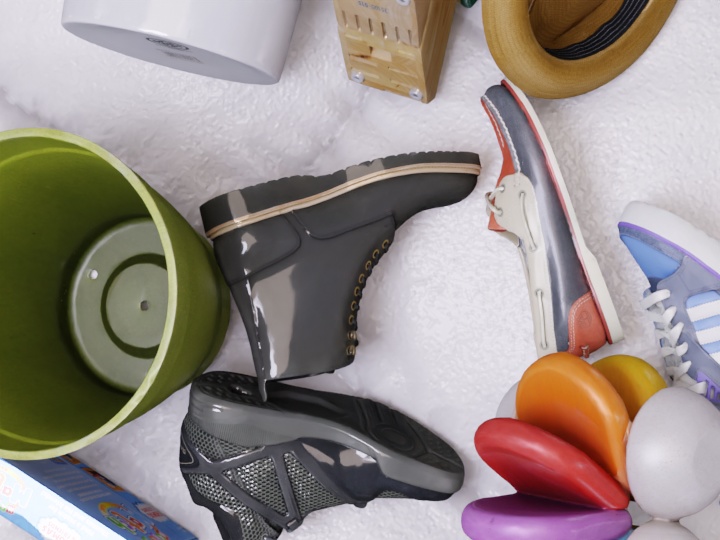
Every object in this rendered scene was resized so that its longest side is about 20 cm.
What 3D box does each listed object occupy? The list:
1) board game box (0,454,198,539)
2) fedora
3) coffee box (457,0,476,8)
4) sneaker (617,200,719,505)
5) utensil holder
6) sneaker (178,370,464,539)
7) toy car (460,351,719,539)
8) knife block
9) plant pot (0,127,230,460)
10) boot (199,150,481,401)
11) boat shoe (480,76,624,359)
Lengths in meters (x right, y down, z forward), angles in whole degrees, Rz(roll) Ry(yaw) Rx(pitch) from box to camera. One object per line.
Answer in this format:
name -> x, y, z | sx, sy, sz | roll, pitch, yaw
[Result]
board game box -> -0.212, 0.146, 1.185 | 0.199, 0.151, 0.037 | 31, 89, 7
fedora -> 0.142, -0.221, 1.203 | 0.201, 0.200, 0.082 | -55, 43, -1
coffee box -> 0.089, -0.302, 1.250 | 0.123, 0.044, 0.201 | 38, 90, 6
sneaker -> 0.219, 0.067, 1.189 | 0.200, 0.081, 0.147 | 40, 85, 1
utensil holder -> -0.107, -0.244, 1.201 | 0.168, 0.170, 0.202 | 13, 87, 6
sneaker -> -0.032, 0.145, 1.214 | 0.197, 0.076, 0.115 | 12, 112, -13
toy car -> 0.133, 0.150, 1.130 | 0.174, 0.149, 0.202 | 4, 85, 50
knife block -> 0.042, -0.236, 1.196 | 0.063, 0.200, 0.177 | 19, 67, 15
plant pot -> -0.177, 0.018, 1.162 | 0.198, 0.193, 0.203 | -1, 87, 16
boot -> 0.000, 0.000, 1.206 | 0.198, 0.077, 0.140 | -14, 85, -14
boat shoe -> 0.119, -0.033, 1.215 | 0.062, 0.071, 0.202 | -21, 88, 6
